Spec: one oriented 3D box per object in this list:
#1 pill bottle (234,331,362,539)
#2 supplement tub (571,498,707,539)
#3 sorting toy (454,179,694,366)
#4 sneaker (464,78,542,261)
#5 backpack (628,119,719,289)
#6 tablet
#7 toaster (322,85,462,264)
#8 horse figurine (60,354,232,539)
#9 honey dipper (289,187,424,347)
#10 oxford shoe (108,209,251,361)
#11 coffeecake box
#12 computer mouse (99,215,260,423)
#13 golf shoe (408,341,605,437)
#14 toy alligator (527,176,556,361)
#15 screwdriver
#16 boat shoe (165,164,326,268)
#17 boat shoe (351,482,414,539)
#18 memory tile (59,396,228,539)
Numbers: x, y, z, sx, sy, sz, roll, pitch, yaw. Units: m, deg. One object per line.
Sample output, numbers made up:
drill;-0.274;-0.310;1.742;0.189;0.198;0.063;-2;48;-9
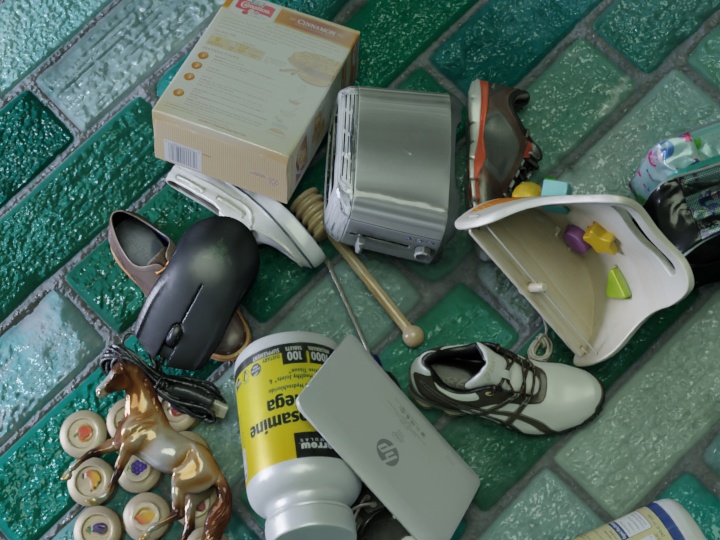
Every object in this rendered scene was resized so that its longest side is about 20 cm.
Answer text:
pill bottle;-0.058;0.169;1.424;0.111;0.113;0.202;-10;57;0
supplement tub;0.227;0.312;1.360;0.198;0.145;0.146;-23;71;-4
sorting toy;0.223;-0.017;1.406;0.200;0.179;0.107;47;64;-18
sneaker;0.150;-0.108;1.545;0.081;0.077;0.203;1;72;1
backpack;0.367;-0.067;1.463;0.198;0.178;0.152;-13;76;-5
tablet;0.030;0.164;1.418;0.200;0.014;0.130;48;37;-5
toaster;0.033;-0.108;1.520;0.127;0.114;0.202;7;67;-9
horse figurine;-0.197;0.195;1.456;0.199;0.050;0.133;36;80;6
honey dipper;0.000;0.000;1.542;0.038;0.038;0.201;-37;77;-9
oxford shoe;-0.192;0.016;1.527;0.200;0.073;0.071;41;78;15
coffeecake box;-0.106;-0.185;1.555;0.152;0.073;0.201;19;53;10
computer mouse;-0.164;0.042;1.474;0.137;0.053;0.202;25;92;-2
golf shoe;0.145;0.114;1.460;0.197;0.095;0.079;3;70;3
toy alligator;0.191;-0.008;1.518;0.058;0.054;0.202;4;72;6
screwdriver;0.004;0.074;1.522;0.028;0.029;0.201;-24;68;-4
boat shoe;-0.123;-0.057;1.549;0.200;0.072;0.066;40;83;16
boat shoe;0.033;0.260;1.437;0.200;0.057;0.067;41;80;15
memory tile;-0.217;0.223;1.489;0.151;0.017;0.202;-14;71;-1
